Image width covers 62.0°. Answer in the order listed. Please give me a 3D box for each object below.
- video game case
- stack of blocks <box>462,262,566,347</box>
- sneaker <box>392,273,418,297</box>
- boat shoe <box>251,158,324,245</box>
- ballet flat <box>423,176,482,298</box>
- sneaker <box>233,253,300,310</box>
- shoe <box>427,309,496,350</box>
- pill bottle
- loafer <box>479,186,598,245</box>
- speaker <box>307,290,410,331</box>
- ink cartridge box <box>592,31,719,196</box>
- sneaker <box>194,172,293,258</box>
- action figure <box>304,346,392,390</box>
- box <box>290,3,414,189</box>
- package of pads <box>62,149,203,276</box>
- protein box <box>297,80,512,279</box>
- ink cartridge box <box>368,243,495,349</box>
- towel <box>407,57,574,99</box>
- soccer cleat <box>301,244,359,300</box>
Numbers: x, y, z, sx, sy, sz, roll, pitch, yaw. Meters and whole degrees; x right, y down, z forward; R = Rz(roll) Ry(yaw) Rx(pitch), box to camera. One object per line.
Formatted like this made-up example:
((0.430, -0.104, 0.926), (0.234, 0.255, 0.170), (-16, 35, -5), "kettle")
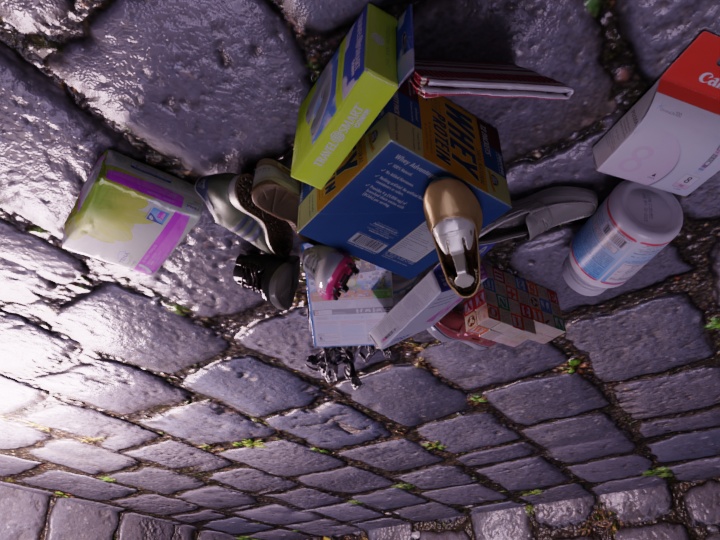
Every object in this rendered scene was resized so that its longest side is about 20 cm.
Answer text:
((-0.017, 0.038, 1.002), (0.142, 0.018, 0.201), (-3, 117, 4), "video game case")
((0.280, 0.074, 1.093), (0.199, 0.116, 0.059), (19, 141, -27), "stack of blocks")
((0.000, 0.000, 1.020), (0.199, 0.075, 0.087), (-6, 140, 7), "sneaker")
((-0.080, -0.097, 0.877), (0.074, 0.067, 0.200), (-22, 147, 22), "boat shoe")
((0.123, -0.032, 0.740), (0.068, 0.063, 0.200), (-12, 145, 13), "ballet flat")
((-0.159, 0.017, 0.958), (0.105, 0.075, 0.200), (2, -172, 1), "sneaker")
((0.216, 0.100, 1.174), (0.199, 0.072, 0.091), (21, 139, -37), "shoe")
((0.392, -0.042, 0.926), (0.108, 0.109, 0.200), (4, 150, -7), "pill bottle")
((0.259, -0.077, 0.911), (0.199, 0.070, 0.070), (-11, 144, 15), "loafer")
((0.001, 0.076, 1.120), (0.198, 0.082, 0.081), (1, 146, -3), "speaker")
((0.428, -0.188, 0.774), (0.162, 0.057, 0.200), (12, 148, -17), "ink cartridge box")
((-0.175, -0.086, 0.905), (0.089, 0.067, 0.200), (9, 158, 20), "sneaker")
((-0.035, 0.200, 1.283), (0.200, 0.103, 0.118), (-31, 147, 34), "action figure")
((-0.014, -0.200, 0.679), (0.047, 0.123, 0.200), (20, 140, -24), "box")
((-0.346, -0.078, 0.898), (0.154, 0.069, 0.200), (21, 139, -30), "package of pads")
((0.052, -0.117, 0.790), (0.198, 0.136, 0.200), (21, 140, -29), "protein box")
((0.131, 0.038, 0.973), (0.200, 0.043, 0.196), (-46, 162, 29), "ink cartridge box")
((0.121, -0.201, 0.631), (0.143, 0.200, 0.023), (1, 115, -3), "towel")
((-0.054, -0.002, 0.870), (0.086, 0.070, 0.200), (30, 180, 3), "soccer cleat")
